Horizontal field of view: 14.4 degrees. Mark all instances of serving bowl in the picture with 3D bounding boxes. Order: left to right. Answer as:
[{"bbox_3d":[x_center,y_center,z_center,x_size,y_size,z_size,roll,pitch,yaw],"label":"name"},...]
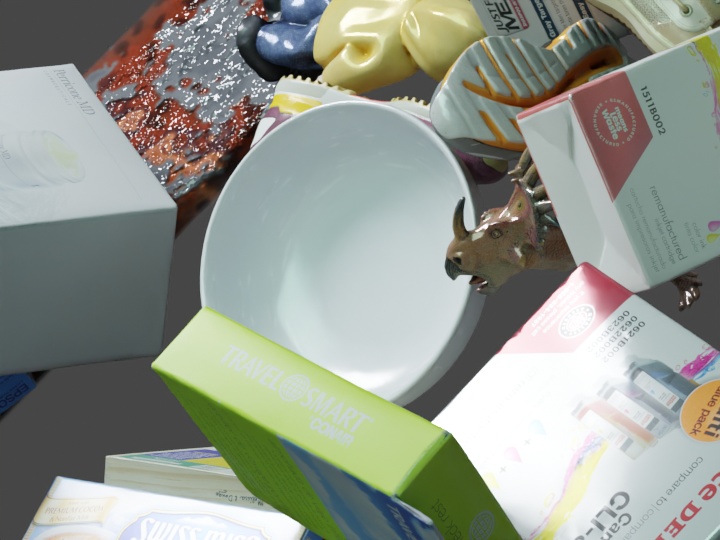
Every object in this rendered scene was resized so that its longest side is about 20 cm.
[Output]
[{"bbox_3d":[0.000,0.000,1.752,0.200,0.066,0.201,-8,75,31],"label":"serving bowl"}]

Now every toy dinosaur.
[{"bbox_3d":[0.145,-0.061,1.655,0.086,0.135,0.200,-18,40,61],"label":"toy dinosaur"}]

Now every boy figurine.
[{"bbox_3d":[0.014,-0.164,1.910,0.200,0.064,0.125,6,58,38],"label":"boy figurine"}]

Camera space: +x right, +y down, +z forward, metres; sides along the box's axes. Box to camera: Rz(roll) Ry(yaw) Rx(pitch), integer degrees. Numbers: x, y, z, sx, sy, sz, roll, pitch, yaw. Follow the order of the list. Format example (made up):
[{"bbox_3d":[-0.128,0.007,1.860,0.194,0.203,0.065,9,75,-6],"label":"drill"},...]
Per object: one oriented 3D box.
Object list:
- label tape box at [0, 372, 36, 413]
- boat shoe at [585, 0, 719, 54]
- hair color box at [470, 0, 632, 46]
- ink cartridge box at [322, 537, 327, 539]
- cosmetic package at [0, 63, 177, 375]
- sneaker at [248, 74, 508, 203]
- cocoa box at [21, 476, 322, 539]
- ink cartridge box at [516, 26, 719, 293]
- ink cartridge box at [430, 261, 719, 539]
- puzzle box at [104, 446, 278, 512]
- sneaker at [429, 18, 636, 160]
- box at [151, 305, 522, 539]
[{"bbox_3d":[-0.322,0.051,1.967,0.143,0.066,0.200,-38,39,1],"label":"label tape box"},{"bbox_3d":[0.197,-0.165,1.717,0.200,0.072,0.065,38,114,19],"label":"boat shoe"},{"bbox_3d":[0.165,-0.205,1.800,0.200,0.100,0.061,-18,26,22],"label":"hair color box"},{"bbox_3d":[0.045,0.229,1.448,0.084,0.200,0.145,-3,53,29],"label":"ink cartridge box"},{"bbox_3d":[-0.250,-0.032,1.874,0.200,0.123,0.199,-7,34,-26],"label":"cosmetic package"},{"bbox_3d":[0.009,-0.063,1.829,0.200,0.075,0.090,14,78,45],"label":"sneaker"},{"bbox_3d":[-0.097,0.212,1.612,0.200,0.133,0.131,5,58,38],"label":"cocoa box"},{"bbox_3d":[0.201,-0.074,1.596,0.200,0.117,0.067,-25,3,-27],"label":"ink cartridge box"},{"bbox_3d":[0.159,0.123,1.497,0.145,0.145,0.200,-46,43,-7],"label":"ink cartridge box"},{"bbox_3d":[-0.032,0.126,1.651,0.200,0.133,0.026,5,94,39],"label":"puzzle box"},{"bbox_3d":[0.097,-0.096,1.731,0.077,0.200,0.078,-36,79,34],"label":"sneaker"},{"bbox_3d":[0.000,0.098,1.353,0.200,0.122,0.048,26,68,43],"label":"box"}]
